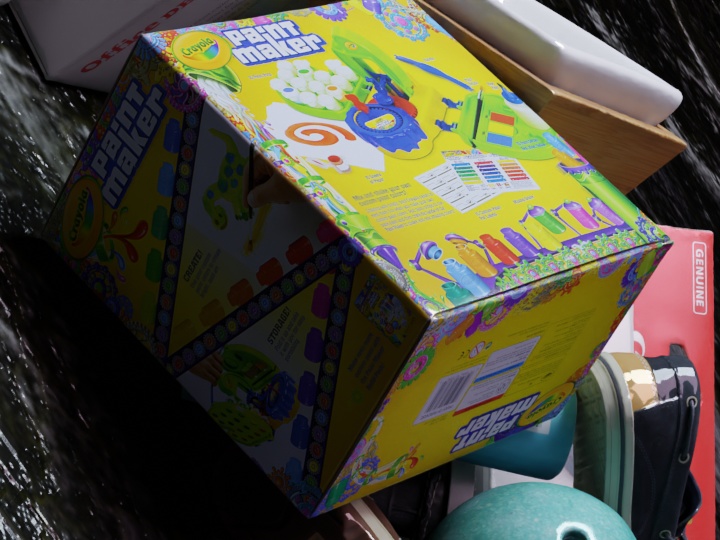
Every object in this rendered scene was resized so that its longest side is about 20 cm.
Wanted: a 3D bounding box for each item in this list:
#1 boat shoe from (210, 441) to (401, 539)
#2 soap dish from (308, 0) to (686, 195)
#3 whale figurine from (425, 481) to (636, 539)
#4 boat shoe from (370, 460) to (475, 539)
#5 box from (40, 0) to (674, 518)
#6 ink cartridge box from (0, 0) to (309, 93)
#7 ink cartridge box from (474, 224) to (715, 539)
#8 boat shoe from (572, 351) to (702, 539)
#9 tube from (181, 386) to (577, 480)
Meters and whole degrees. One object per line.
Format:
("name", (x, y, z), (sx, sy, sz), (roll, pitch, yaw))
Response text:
("boat shoe", (0.010, 0.160, 1.207), (0.203, 0.074, 0.075), (61, 12, 11))
("soap dish", (0.070, -0.103, 1.383), (0.157, 0.082, 0.200), (35, 10, 25))
("whale figurine", (0.112, 0.183, 1.245), (0.200, 0.104, 0.159), (43, 48, 19))
("boat shoe", (0.023, 0.073, 1.392), (0.060, 0.076, 0.200), (7, 24, -7))
("box", (0.000, -0.016, 1.213), (0.193, 0.122, 0.199), (45, 33, 22))
("ink cartridge box", (-0.106, -0.175, 1.365), (0.126, 0.128, 0.200), (62, 17, 13))
("ink cartridge box", (0.136, 0.063, 1.459), (0.175, 0.045, 0.202), (5, 80, -28))
("boat shoe", (0.142, 0.122, 1.348), (0.075, 0.062, 0.201), (-119, -159, -49))
("tube", (0.007, 0.058, 1.292), (0.199, 0.051, 0.078), (14, 29, -15))
